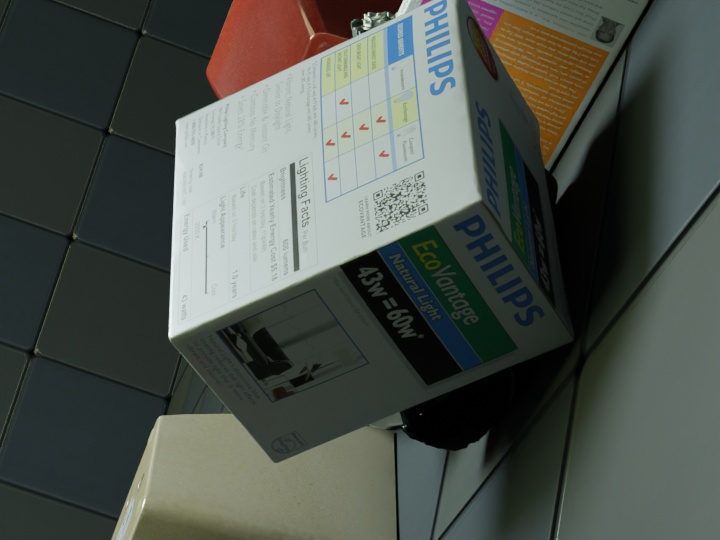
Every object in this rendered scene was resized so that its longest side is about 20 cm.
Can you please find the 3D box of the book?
[{"bbox_3d":[0.089,-0.146,1.343,0.200,0.133,0.048,119,168,-47],"label":"book"}]

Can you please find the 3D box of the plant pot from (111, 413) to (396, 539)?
[{"bbox_3d":[-0.091,0.215,1.550,0.200,0.176,0.200,-88,19,-66],"label":"plant pot"}]

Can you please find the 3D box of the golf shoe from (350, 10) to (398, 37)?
[{"bbox_3d":[0.049,-0.144,1.538,0.200,0.077,0.089,-10,-80,-71],"label":"golf shoe"}]

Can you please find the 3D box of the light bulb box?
[{"bbox_3d":[0.003,-0.027,1.248,0.199,0.125,0.199,-23,40,18],"label":"light bulb box"}]

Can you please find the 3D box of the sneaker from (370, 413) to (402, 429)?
[{"bbox_3d":[0.012,0.062,1.614,0.100,0.070,0.200,-70,14,-10],"label":"sneaker"}]

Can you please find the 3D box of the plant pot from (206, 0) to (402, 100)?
[{"bbox_3d":[-0.015,-0.191,1.977,0.177,0.199,0.201,-103,31,-53],"label":"plant pot"}]

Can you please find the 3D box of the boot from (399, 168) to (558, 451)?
[{"bbox_3d":[0.052,0.040,1.352,0.200,0.076,0.169,-49,19,53],"label":"boot"}]
